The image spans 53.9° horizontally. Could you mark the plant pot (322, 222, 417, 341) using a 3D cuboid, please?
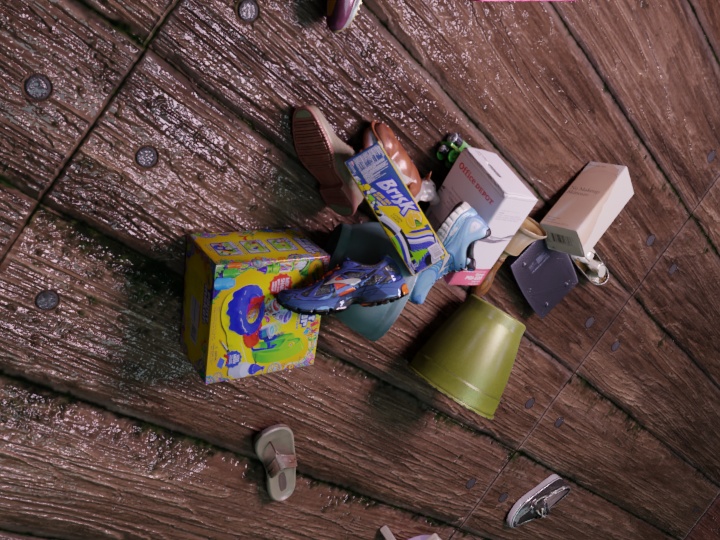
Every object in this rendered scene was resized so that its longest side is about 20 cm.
[{"bbox_3d":[0.000,0.000,1.188,0.134,0.200,0.201,25,100,-13],"label":"plant pot"}]

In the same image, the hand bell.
[{"bbox_3d":[0.279,-0.019,1.438,0.104,0.104,0.200,9,122,-37],"label":"hand bell"}]

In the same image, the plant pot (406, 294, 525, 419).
[{"bbox_3d":[0.227,0.159,1.415,0.200,0.200,0.193,31,91,-41],"label":"plant pot"}]

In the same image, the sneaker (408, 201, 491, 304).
[{"bbox_3d":[0.144,-0.013,1.178,0.200,0.090,0.078,-58,174,30],"label":"sneaker"}]

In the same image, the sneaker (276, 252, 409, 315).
[{"bbox_3d":[-0.030,0.022,1.074,0.199,0.075,0.079,-10,80,-9],"label":"sneaker"}]

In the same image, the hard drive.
[{"bbox_3d":[0.391,0.002,1.536,0.135,0.042,0.200,-44,130,-6],"label":"hard drive"}]

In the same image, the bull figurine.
[{"bbox_3d":[0.063,-0.158,1.193,0.065,0.122,0.200,-20,130,31],"label":"bull figurine"}]

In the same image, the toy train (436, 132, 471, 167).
[{"bbox_3d":[0.212,-0.187,1.314,0.200,0.042,0.057,34,83,-41],"label":"toy train"}]

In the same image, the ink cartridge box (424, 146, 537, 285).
[{"bbox_3d":[0.197,-0.094,1.249,0.085,0.146,0.200,2,131,-34],"label":"ink cartridge box"}]

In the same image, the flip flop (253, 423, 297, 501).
[{"bbox_3d":[-0.154,0.373,1.356,0.081,0.058,0.201,-19,124,-25],"label":"flip flop"}]

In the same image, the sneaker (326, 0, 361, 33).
[{"bbox_3d":[-0.038,-0.440,0.989,0.090,0.075,0.201,5,105,-27],"label":"sneaker"}]

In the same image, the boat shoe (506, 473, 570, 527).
[{"bbox_3d":[0.487,0.639,1.936,0.200,0.064,0.071,-36,129,-13],"label":"boat shoe"}]

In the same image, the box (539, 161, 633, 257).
[{"bbox_3d":[0.467,-0.128,1.458,0.200,0.095,0.078,-49,130,-22],"label":"box"}]

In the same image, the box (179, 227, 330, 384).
[{"bbox_3d":[-0.171,0.050,1.126,0.192,0.122,0.201,-7,118,-33],"label":"box"}]

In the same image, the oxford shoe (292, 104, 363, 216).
[{"bbox_3d":[-0.047,-0.184,1.133,0.074,0.071,0.200,-53,136,-34],"label":"oxford shoe"}]

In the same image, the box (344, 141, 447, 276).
[{"bbox_3d":[0.054,-0.091,1.077,0.064,0.070,0.200,-31,88,3],"label":"box"}]

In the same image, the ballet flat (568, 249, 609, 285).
[{"bbox_3d":[0.505,-0.032,1.582,0.067,0.064,0.200,-51,131,-1],"label":"ballet flat"}]

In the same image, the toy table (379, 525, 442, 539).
[{"bbox_3d":[0.113,0.685,1.647,0.200,0.184,0.117,-43,148,-18],"label":"toy table"}]
